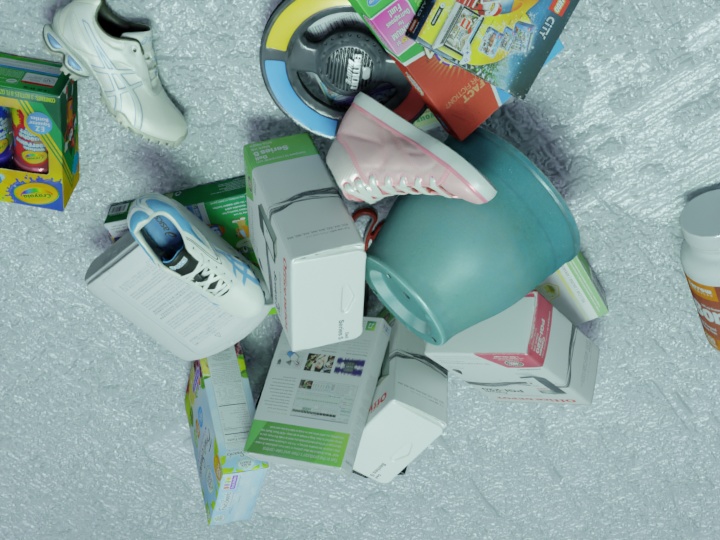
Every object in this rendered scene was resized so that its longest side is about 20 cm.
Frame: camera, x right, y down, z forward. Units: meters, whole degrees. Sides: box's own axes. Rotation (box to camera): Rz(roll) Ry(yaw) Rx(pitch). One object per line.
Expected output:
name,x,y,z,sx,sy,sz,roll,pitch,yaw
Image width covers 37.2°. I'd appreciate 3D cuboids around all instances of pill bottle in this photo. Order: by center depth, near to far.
pill bottle,0.450,0.004,1.286,0.112,0.112,0.200,-17,126,19

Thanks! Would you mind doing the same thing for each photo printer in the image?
photo printer,-0.219,0.022,1.344,0.166,0.070,0.200,-35,119,27

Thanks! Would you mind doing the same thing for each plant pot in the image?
plant pot,0.108,-0.025,1.190,0.188,0.200,0.200,-43,124,-14

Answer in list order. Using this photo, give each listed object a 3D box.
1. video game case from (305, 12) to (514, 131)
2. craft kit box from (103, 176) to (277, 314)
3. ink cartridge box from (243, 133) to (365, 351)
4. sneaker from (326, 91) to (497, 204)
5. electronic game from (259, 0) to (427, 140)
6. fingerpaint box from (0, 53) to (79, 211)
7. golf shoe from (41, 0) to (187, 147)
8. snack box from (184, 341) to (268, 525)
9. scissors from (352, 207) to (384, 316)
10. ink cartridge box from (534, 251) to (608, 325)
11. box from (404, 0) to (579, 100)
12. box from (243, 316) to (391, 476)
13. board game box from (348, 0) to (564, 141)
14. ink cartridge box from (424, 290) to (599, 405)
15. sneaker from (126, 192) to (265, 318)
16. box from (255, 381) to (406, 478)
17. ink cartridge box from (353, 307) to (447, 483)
video game case,0.048,-0.234,1.186,0.199,0.022,0.182,-16,126,17
craft kit box,-0.199,-0.016,1.384,0.199,0.049,0.198,-11,131,15
ink cartridge box,-0.066,-0.033,1.204,0.084,0.200,0.146,-12,136,-14
sneaker,0.044,-0.098,1.113,0.105,0.200,0.075,-55,149,4
electronic game,-0.011,-0.225,1.157,0.199,0.042,0.201,2,129,3
fingerpaint box,-0.439,-0.169,1.258,0.199,0.074,0.167,10,130,-3
golf shoe,-0.255,-0.223,1.195,0.097,0.078,0.200,-35,120,23
snack box,-0.186,0.218,1.453,0.067,0.201,0.169,-6,146,-20
scissors,0.000,0.000,1.397,0.073,0.014,0.200,14,131,-9
ink cartridge box,0.198,0.029,1.377,0.199,0.048,0.146,-24,125,21
box,0.151,-0.288,1.054,0.136,0.038,0.201,24,103,-24
box,-0.053,0.149,1.339,0.144,0.201,0.036,4,154,29
board game box,0.100,-0.257,1.101,0.153,0.040,0.200,-42,121,0
ink cartridge box,0.191,0.099,1.325,0.145,0.085,0.200,-2,158,35
sneaker,-0.191,-0.006,1.232,0.072,0.073,0.200,-36,116,23
box,-0.039,0.220,1.507,0.199,0.079,0.141,27,157,-16
ink cartridge box,0.043,0.151,1.395,0.084,0.200,0.146,28,127,-17
